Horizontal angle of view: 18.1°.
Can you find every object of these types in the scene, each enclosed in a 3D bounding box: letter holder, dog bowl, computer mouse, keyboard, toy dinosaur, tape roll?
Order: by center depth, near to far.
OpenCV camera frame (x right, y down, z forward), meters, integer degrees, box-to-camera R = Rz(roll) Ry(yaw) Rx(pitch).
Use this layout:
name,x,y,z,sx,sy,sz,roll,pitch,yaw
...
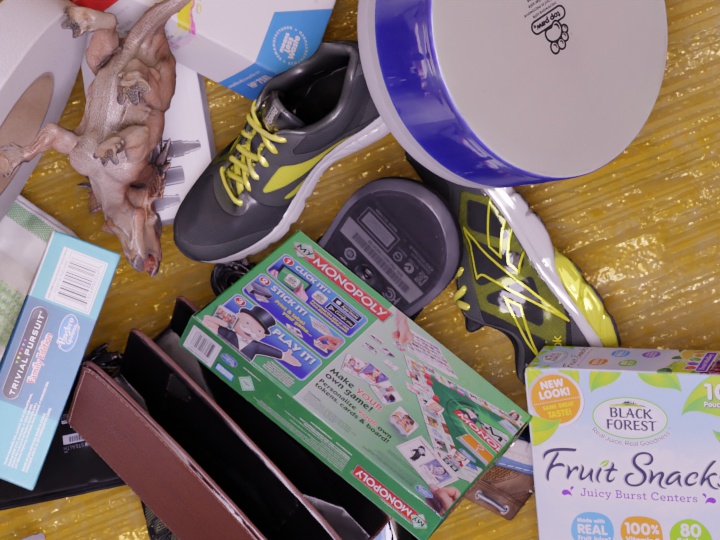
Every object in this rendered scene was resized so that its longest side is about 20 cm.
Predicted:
name,x,y,z,sx,sy,sz,roll,pitch,yaw
letter holder,-0.080,0.116,1.434,0.101,0.142,0.200,-42,83,-20
dog bowl,0.100,-0.154,1.447,0.199,0.079,0.201,1,89,-35
toy dinosaur,-0.150,-0.104,1.469,0.086,0.135,0.201,27,101,20
tape roll,-0.242,-0.090,1.469,0.037,0.203,0.203,28,88,3
computer mouse,0.000,0.000,1.526,0.139,0.053,0.200,50,127,1
keyboard,-0.184,0.103,1.558,0.199,0.040,0.105,-12,74,12

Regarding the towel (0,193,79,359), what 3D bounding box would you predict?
name,x,y,z,sx,sy,sz,roll,pitch,yaw
towel,-0.301,0.023,1.565,0.149,0.031,0.200,35,82,6

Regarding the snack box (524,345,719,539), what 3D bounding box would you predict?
name,x,y,z,sx,sy,sz,roll,pitch,yaw
snack box,0.188,0.152,1.489,0.142,0.053,0.201,1,108,21

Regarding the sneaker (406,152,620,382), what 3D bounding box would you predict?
name,x,y,z,sx,sy,sz,roll,pitch,yaw
sneaker,0.089,-0.006,1.533,0.085,0.074,0.200,-40,87,0

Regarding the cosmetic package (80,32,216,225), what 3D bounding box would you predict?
name,x,y,z,sx,sy,sz,roll,pitch,yaw
cosmetic package,-0.149,-0.131,1.567,0.082,0.051,0.201,-10,87,0

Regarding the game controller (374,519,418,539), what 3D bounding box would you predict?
name,x,y,z,sx,sy,sz,roll,pitch,yaw
game controller,-0.006,0.213,1.549,0.104,0.042,0.201,-9,87,1

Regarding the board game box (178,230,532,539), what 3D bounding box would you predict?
name,x,y,z,sx,sy,sz,roll,pitch,yaw
board game box,-0.001,0.070,1.443,0.200,0.135,0.029,39,128,9

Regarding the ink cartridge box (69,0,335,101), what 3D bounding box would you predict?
name,x,y,z,sx,sy,sz,roll,pitch,yaw
ink cartridge box,-0.116,-0.208,1.513,0.199,0.067,0.117,26,72,-22

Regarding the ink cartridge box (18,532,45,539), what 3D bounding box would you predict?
name,x,y,z,sx,sy,sz,roll,pitch,yaw
ink cartridge box,-0.167,0.266,1.513,0.066,0.116,0.201,-16,87,1

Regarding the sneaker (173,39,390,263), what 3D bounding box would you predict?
name,x,y,z,sx,sy,sz,roll,pitch,yaw
sneaker,-0.057,-0.086,1.479,0.200,0.085,0.075,-43,64,12

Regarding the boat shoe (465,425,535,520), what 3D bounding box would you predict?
name,x,y,z,sx,sy,sz,roll,pitch,yaw
boat shoe,0.035,0.123,1.512,0.199,0.072,0.073,17,98,-20

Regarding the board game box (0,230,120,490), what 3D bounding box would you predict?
name,x,y,z,sx,sy,sz,roll,pitch,yaw
board game box,-0.206,0.060,1.448,0.047,0.200,0.152,21,83,-7

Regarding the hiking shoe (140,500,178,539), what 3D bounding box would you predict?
name,x,y,z,sx,sy,sz,roll,pitch,yaw
hiking shoe,-0.100,0.202,1.519,0.075,0.101,0.201,-21,82,0
